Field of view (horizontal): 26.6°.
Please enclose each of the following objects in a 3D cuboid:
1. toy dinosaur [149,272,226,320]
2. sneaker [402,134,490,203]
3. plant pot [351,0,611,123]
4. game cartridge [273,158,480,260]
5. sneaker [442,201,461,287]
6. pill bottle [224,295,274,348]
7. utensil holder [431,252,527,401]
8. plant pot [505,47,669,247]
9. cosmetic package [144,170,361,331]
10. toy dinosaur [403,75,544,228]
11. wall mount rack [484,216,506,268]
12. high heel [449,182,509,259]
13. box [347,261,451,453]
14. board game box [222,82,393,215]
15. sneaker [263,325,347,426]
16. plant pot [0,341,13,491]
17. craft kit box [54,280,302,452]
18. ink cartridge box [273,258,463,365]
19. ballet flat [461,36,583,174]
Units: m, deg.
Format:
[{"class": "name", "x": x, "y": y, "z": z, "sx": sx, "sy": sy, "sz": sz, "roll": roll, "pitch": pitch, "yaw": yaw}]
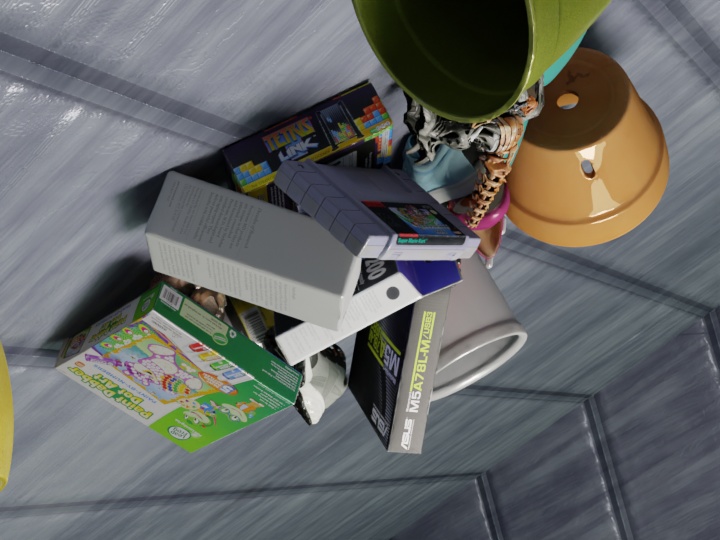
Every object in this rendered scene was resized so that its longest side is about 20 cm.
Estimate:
[{"class": "toy dinosaur", "x": -0.194, "y": 0.032, "z": 1.660, "sx": 0.134, "sy": 0.087, "sz": 0.201, "roll": 7, "pitch": 147, "yaw": 14}, {"class": "sneaker", "x": 0.075, "y": -0.119, "z": 1.692, "sx": 0.074, "sy": 0.082, "sz": 0.199, "roll": -47, "pitch": -166, "yaw": -31}, {"class": "plant pot", "x": 0.123, "y": -0.249, "z": 1.211, "sx": 0.192, "sy": 0.201, "sz": 0.201, "roll": -32, "pitch": 167, "yaw": -33}, {"class": "game cartridge", "x": 0.022, "y": -0.058, "z": 1.464, "sx": 0.199, "sy": 0.129, "sz": 0.039, "roll": -1, "pitch": 123, "yaw": -55}, {"class": "sneaker", "x": 0.095, "y": -0.036, "z": 1.815, "sx": 0.202, "sy": 0.073, "sz": 0.087, "roll": -63, "pitch": -178, "yaw": 1}, {"class": "pill bottle", "x": -0.075, "y": 0.042, "z": 1.803, "sx": 0.198, "sy": 0.115, "sz": 0.115, "roll": -25, "pitch": 163, "yaw": -12}, {"class": "utensil holder", "x": 0.091, "y": 0.037, "z": 1.906, "sx": 0.168, "sy": 0.202, "sz": 0.170, "roll": -25, "pitch": 163, "yaw": -8}, {"class": "plant pot", "x": 0.233, "y": -0.147, "z": 1.665, "sx": 0.198, "sy": 0.201, "sz": 0.140, "roll": -28, "pitch": 147, "yaw": -1}, {"class": "cosmetic package", "x": -0.101, "y": -0.017, "z": 1.467, "sx": 0.102, "sy": 0.198, "sz": 0.072, "roll": 99, "pitch": 11, "yaw": -69}, {"class": "toy dinosaur", "x": 0.116, "y": -0.147, "z": 1.495, "sx": 0.134, "sy": 0.203, "sz": 0.102, "roll": 0, "pitch": 174, "yaw": -10}, {"class": "wall mount rack", "x": 0.198, "y": -0.102, "z": 1.853, "sx": 0.174, "sy": 0.075, "sz": 0.200, "roll": -42, "pitch": 166, "yaw": -16}, {"class": "high heel", "x": 0.145, "y": -0.048, "z": 1.672, "sx": 0.067, "sy": 0.097, "sz": 0.200, "roll": -31, "pitch": -170, "yaw": 2}, {"class": "box", "x": 0.040, "y": 0.075, "z": 1.688, "sx": 0.047, "sy": 0.196, "sz": 0.200, "roll": 8, "pitch": -165, "yaw": -16}, {"class": "board game box", "x": -0.052, "y": -0.094, "z": 1.555, "sx": 0.164, "sy": 0.057, "sz": 0.200, "roll": -24, "pitch": 161, "yaw": -10}, {"class": "sneaker", "x": -0.056, "y": 0.100, "z": 1.735, "sx": 0.079, "sy": 0.074, "sz": 0.201, "roll": -37, "pitch": 155, "yaw": -13}, {"class": "plant pot", "x": -0.432, "y": 0.171, "z": 1.550, "sx": 0.198, "sy": 0.143, "sz": 0.200, "roll": -27, "pitch": 163, "yaw": -9}, {"class": "craft kit box", "x": -0.199, "y": 0.110, "z": 1.657, "sx": 0.199, "sy": 0.049, "sz": 0.197, "roll": 36, "pitch": 141, "yaw": -26}, {"class": "ink cartridge box", "x": 0.000, "y": 0.000, "z": 1.601, "sx": 0.198, "sy": 0.044, "sz": 0.199, "roll": -26, "pitch": -157, "yaw": 5}, {"class": "ballet flat", "x": 0.158, "y": -0.195, "z": 1.556, "sx": 0.068, "sy": 0.068, "sz": 0.201, "roll": 10, "pitch": 112, "yaw": -60}]
